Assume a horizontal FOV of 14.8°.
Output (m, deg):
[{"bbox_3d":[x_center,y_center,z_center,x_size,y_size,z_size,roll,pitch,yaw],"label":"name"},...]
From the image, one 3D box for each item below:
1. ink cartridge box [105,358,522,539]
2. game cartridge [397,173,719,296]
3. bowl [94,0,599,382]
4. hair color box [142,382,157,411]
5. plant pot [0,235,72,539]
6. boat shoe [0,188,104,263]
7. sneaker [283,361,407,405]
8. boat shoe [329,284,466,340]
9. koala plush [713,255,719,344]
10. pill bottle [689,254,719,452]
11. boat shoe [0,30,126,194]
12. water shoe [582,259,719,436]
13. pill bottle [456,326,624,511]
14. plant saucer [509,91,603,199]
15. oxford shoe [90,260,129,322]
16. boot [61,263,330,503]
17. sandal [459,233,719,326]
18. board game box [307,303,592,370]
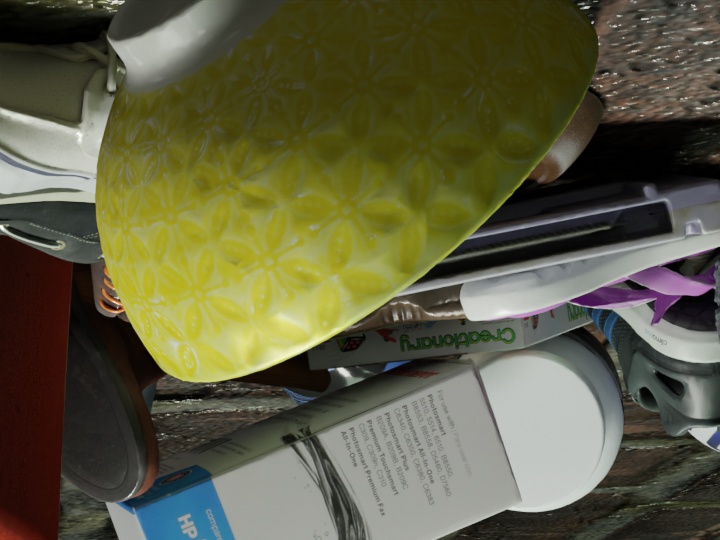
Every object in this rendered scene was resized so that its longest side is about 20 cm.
[{"bbox_3d":[-0.028,0.122,1.501,0.199,0.085,0.146,-21,-176,-11],"label":"ink cartridge box"},{"bbox_3d":[0.071,-0.018,1.374,0.199,0.039,0.130,-11,-171,-6],"label":"game cartridge"},{"bbox_3d":[-0.026,-0.067,0.982,0.200,0.200,0.108,-15,120,48],"label":"bowl"},{"bbox_3d":[-0.219,0.037,1.542,0.200,0.061,0.099,9,-173,-38],"label":"hair color box"},{"bbox_3d":[-0.262,0.025,1.272,0.199,0.200,0.176,-7,157,19],"label":"plant pot"},{"bbox_3d":[-0.172,-0.040,1.188,0.200,0.072,0.068,9,138,-42],"label":"boat shoe"},{"bbox_3d":[-0.026,0.052,1.771,0.078,0.070,0.200,27,169,-12],"label":"sneaker"},{"bbox_3d":[0.000,0.000,1.494,0.199,0.072,0.076,1,-171,9],"label":"boat shoe"},{"bbox_3d":[0.291,0.005,1.344,0.183,0.178,0.200,-10,173,38],"label":"koala plush"},{"bbox_3d":[0.243,0.053,1.686,0.115,0.116,0.200,-3,169,0],"label":"pill bottle"},{"bbox_3d":[-0.109,-0.070,1.144,0.070,0.071,0.200,-41,146,26],"label":"boat shoe"},{"bbox_3d":[0.157,0.037,1.537,0.071,0.079,0.200,-1,-166,-9],"label":"water shoe"},{"bbox_3d":[0.107,0.090,1.733,0.116,0.117,0.200,-4,-176,6],"label":"pill bottle"},{"bbox_3d":[0.016,-0.056,1.303,0.199,0.032,0.200,-4,169,-1],"label":"plant saucer"},{"bbox_3d":[-0.101,-0.009,1.357,0.071,0.073,0.200,19,172,13],"label":"oxford shoe"},{"bbox_3d":[-0.099,0.057,1.499,0.200,0.188,0.069,11,119,-44],"label":"boot"},{"bbox_3d":[0.139,0.006,1.436,0.202,0.050,0.082,-14,-173,-28],"label":"sandal"},{"bbox_3d":[0.058,0.026,1.601,0.126,0.035,0.200,-7,-178,19],"label":"board game box"}]
